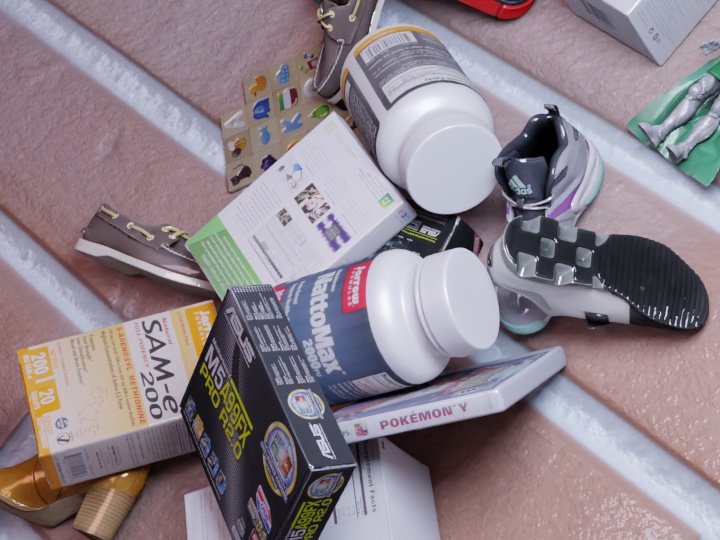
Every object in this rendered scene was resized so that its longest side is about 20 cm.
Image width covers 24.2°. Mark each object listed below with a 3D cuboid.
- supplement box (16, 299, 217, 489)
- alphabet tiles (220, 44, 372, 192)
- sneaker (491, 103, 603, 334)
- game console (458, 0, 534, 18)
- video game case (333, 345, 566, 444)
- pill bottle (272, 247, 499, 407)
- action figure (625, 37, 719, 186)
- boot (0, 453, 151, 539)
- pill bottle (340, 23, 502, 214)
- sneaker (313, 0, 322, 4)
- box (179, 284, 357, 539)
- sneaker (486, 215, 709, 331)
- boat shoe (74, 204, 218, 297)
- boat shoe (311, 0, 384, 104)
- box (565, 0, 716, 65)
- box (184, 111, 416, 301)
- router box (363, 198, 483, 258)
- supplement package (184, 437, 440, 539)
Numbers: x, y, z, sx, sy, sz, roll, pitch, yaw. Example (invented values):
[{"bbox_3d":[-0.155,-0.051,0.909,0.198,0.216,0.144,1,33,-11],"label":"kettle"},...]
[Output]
[{"bbox_3d":[-0.221,0.119,1.628,0.199,0.074,0.126,-15,56,-9],"label":"supplement box"},{"bbox_3d":[-0.058,-0.159,1.765,0.199,0.006,0.167,-22,58,19],"label":"alphabet tiles"},{"bbox_3d":[0.148,-0.054,1.509,0.077,0.140,0.201,5,69,31],"label":"sneaker"},{"bbox_3d":[0.115,-0.365,1.692,0.176,0.031,0.201,20,73,-5],"label":"game console"},{"bbox_3d":[0.068,0.109,1.451,0.182,0.200,0.023,-14,93,23],"label":"video game case"},{"bbox_3d":[0.014,0.047,1.468,0.199,0.119,0.120,-17,58,31],"label":"pill bottle"},{"bbox_3d":[0.343,-0.179,1.520,0.200,0.055,0.118,-44,50,-1],"label":"action figure"},{"bbox_3d":[-0.294,0.186,1.695,0.200,0.071,0.144,12,67,29],"label":"boot"},{"bbox_3d":[0.059,-0.144,1.593,0.116,0.116,0.200,-37,37,8],"label":"pill bottle"},{"bbox_3d":[0.028,-0.355,1.770,0.199,0.081,0.075,-23,41,13],"label":"sneaker"},{"bbox_3d":[-0.083,0.137,1.409,0.200,0.044,0.161,63,142,36],"label":"box"},{"bbox_3d":[0.204,0.010,1.465,0.199,0.089,0.074,19,64,-8],"label":"sneaker"},{"bbox_3d":[-0.212,-0.021,1.739,0.199,0.072,0.060,17,79,39],"label":"boat shoe"},{"bbox_3d":[-0.011,-0.270,1.714,0.201,0.059,0.072,-66,28,14],"label":"boat shoe"},{"bbox_3d":[0.290,-0.317,1.589,0.200,0.097,0.124,-49,52,0],"label":"box"},{"bbox_3d":[-0.060,-0.039,1.610,0.200,0.036,0.145,-40,53,6],"label":"box"},{"bbox_3d":[0.000,0.000,1.616,0.199,0.062,0.150,21,78,35],"label":"router box"},{"bbox_3d":[-0.041,0.235,1.490,0.199,0.114,0.110,-21,58,21],"label":"supplement package"}]
